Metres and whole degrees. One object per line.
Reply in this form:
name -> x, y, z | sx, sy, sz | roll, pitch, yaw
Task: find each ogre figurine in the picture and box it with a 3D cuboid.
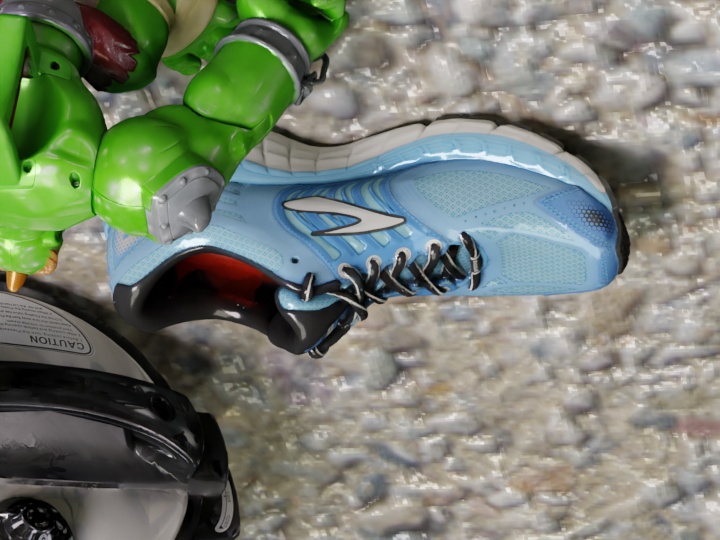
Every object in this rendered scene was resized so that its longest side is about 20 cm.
ogre figurine -> -0.115, -0.064, 0.983 | 0.199, 0.120, 0.098 | 19, 138, -9

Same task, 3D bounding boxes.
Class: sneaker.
sneaker -> 0.000, 0.000, 1.054 | 0.199, 0.090, 0.079 | 0, 138, 11

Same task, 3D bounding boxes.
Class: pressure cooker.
pressure cooker -> -0.154, 0.103, 1.132 | 0.179, 0.176, 0.200 | 40, 135, 9
